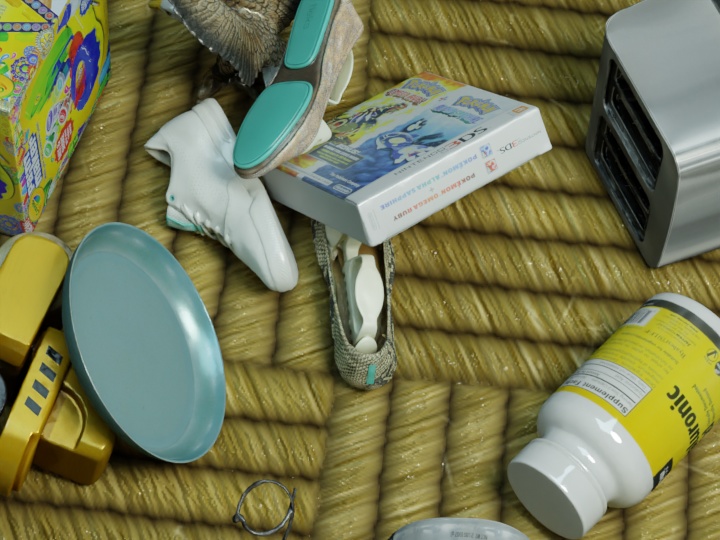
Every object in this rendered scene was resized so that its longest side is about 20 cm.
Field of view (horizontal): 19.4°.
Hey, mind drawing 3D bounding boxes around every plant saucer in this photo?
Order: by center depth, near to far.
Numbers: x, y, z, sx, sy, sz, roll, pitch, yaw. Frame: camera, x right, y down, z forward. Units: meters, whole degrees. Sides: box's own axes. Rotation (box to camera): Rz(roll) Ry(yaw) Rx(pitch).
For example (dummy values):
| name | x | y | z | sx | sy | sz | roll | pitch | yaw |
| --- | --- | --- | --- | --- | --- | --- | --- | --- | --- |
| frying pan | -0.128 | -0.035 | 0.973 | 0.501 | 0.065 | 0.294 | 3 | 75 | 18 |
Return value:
| name | x | y | z | sx | sy | sz | roll | pitch | yaw |
| --- | --- | --- | --- | --- | --- | --- | --- | --- | --- |
| plant saucer | -0.176 | 0.060 | 1.676 | 0.027 | 0.200 | 0.201 | -21 | 56 | 27 |

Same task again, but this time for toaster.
| name | x | y | z | sx | sy | sz | roll | pitch | yaw |
| --- | --- | --- | --- | --- | --- | --- | --- | --- | --- |
| toaster | 0.279 | -0.114 | 1.793 | 0.118 | 0.181 | 0.201 | -19 | 62 | -11 |

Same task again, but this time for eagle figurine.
| name | x | y | z | sx | sy | sz | roll | pitch | yaw |
| --- | --- | --- | --- | --- | --- | --- | --- | --- | --- |
| eagle figurine | -0.113 | -0.227 | 1.818 | 0.150 | 0.200 | 0.152 | -15 | 62 | -13 |

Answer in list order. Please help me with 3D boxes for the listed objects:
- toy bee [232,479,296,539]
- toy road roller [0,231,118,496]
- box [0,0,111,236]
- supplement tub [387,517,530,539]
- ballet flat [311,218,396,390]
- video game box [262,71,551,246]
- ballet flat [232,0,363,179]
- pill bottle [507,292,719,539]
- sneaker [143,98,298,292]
| name | x | y | z | sx | sy | sz | roll | pitch | yaw |
| --- | --- | --- | --- | --- | --- | --- | --- | --- | --- |
| toy bee | -0.051 | 0.266 | 1.609 | 0.130 | 0.109 | 0.201 | 12 | 84 | -6 |
| toy road roller | -0.252 | 0.085 | 1.681 | 0.145 | 0.123 | 0.201 | 23 | 64 | -5 |
| box | -0.303 | -0.169 | 1.773 | 0.121 | 0.200 | 0.193 | 19 | 61 | 7 |
| supplement tub | 0.072 | 0.296 | 1.574 | 0.122 | 0.123 | 0.201 | 4 | 60 | -1 |
| ballet flat | 0.000 | 0.000 | 1.766 | 0.067 | 0.075 | 0.201 | -3 | 60 | -9 |
| video game box | 0.034 | -0.098 | 1.777 | 0.182 | 0.047 | 0.200 | -27 | 24 | -20 |
| ballet flat | -0.044 | -0.148 | 1.790 | 0.068 | 0.067 | 0.201 | 5 | 61 | 39 |
| pill bottle | 0.212 | 0.119 | 1.691 | 0.111 | 0.111 | 0.200 | 40 | 66 | 18 |
| sneaker | -0.121 | -0.050 | 1.801 | 0.088 | 0.075 | 0.200 | -27 | 59 | -4 |
